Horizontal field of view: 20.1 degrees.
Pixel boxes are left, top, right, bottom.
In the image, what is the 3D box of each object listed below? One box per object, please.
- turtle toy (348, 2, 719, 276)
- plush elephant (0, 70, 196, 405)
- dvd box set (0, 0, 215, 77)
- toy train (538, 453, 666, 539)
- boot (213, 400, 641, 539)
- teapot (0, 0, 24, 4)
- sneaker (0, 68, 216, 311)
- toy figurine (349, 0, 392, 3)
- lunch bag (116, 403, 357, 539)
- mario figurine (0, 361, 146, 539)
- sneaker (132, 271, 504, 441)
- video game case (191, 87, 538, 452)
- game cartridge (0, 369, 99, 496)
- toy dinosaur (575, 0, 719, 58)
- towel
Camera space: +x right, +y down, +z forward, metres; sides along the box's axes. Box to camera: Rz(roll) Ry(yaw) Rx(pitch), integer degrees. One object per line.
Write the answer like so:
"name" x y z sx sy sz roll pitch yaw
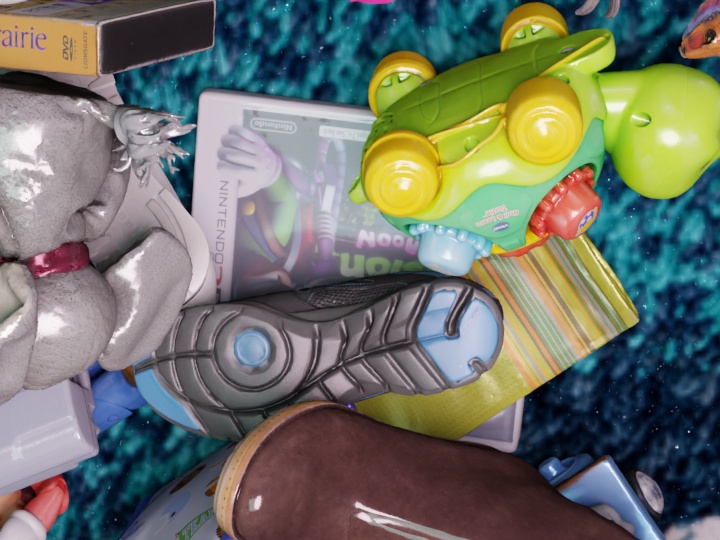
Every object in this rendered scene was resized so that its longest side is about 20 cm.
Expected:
"turtle toy" 0.088 -0.064 1.036 0.198 0.146 0.102 -18 115 12
"plush elephant" -0.168 -0.013 0.999 0.199 0.164 0.156 14 99 35
"dvd box set" -0.193 -0.130 1.055 0.198 0.146 0.030 7 104 17
"toy train" 0.079 0.178 1.115 0.199 0.114 0.087 -33 95 16
"boot" 0.044 0.120 0.982 0.165 0.199 0.073 20 101 34
"teapot" -0.198 -0.248 1.036 0.145 0.198 0.202 -17 108 13
"sneaker" -0.144 -0.049 1.127 0.076 0.081 0.201 -30 72 0
"toy figurine" -0.027 -0.214 1.029 0.150 0.184 0.201 -42 53 16
"lunch bag" -0.073 0.179 1.079 0.170 0.200 0.124 -36 96 32
"mario figurine" -0.196 0.092 1.149 0.106 0.124 0.200 42 102 -14
"sneaker" -0.020 0.043 1.075 0.198 0.082 0.074 -6 98 8
"video game case" 0.000 0.000 1.139 0.198 0.023 0.184 7 104 9
"game cartridge" -0.223 0.030 1.132 0.132 0.040 0.202 -24 65 18
"toy dinosaur" 0.123 -0.183 1.004 0.199 0.182 0.105 32 99 -41
"towel" 0.050 0.046 1.118 0.199 0.018 0.086 -36 92 16
